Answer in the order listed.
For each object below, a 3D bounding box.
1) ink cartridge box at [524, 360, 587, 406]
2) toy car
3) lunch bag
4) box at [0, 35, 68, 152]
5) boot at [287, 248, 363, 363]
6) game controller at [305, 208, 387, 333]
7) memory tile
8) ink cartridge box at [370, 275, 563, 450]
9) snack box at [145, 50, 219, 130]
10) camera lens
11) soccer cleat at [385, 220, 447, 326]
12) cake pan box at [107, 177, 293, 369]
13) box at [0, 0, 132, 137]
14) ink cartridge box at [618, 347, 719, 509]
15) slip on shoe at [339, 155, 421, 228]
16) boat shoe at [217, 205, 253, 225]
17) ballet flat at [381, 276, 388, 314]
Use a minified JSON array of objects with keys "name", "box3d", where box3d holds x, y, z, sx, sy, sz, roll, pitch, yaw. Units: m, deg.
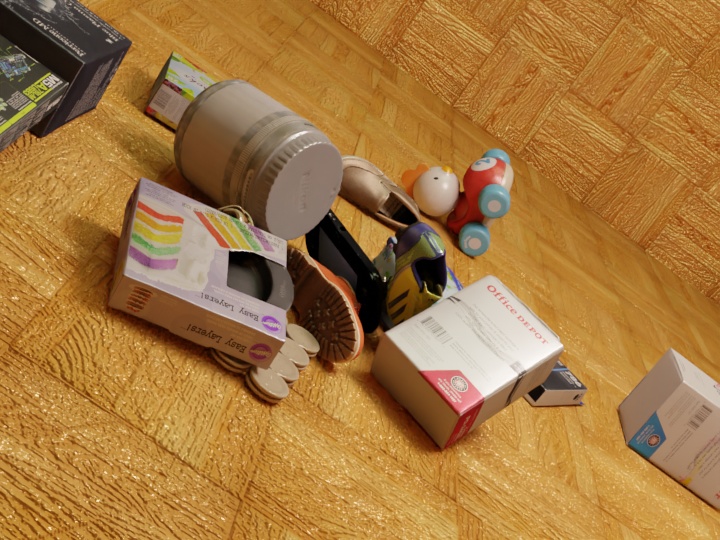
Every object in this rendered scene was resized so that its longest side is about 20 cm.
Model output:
[{"name":"ink cartridge box","box3d":[0.297,0.170,1.825,0.100,0.039,0.199,47,20,28]},{"name":"toy car","box3d":[0.179,-0.159,2.214,0.198,0.178,0.185,22,32,-7]},{"name":"lunch bag","box3d":[0.097,0.046,1.682,0.160,0.083,0.201,32,20,-25]},{"name":"box","box3d":[-0.453,-0.216,1.270,0.192,0.048,0.201,37,32,-8]},{"name":"boot","box3d":[-0.029,0.053,1.446,0.107,0.075,0.201,29,19,-39]},{"name":"game controller","box3d":[-0.025,-0.006,1.557,0.042,0.105,0.201,-11,44,-29]},{"name":"memory tile","box3d":[-0.126,0.073,1.299,0.153,0.017,0.200,38,19,0]},{"name":"ink cartridge box","box3d":[0.136,0.112,1.446,0.199,0.084,0.145,-26,60,-34]},{"name":"snack box","box3d":[-0.229,-0.243,1.779,0.199,0.068,0.169,31,19,-16]},{"name":"camera lens","box3d":[-0.141,-0.151,1.534,0.199,0.161,0.159,35,15,31]},{"name":"soccer cleat","box3d":[0.076,0.027,1.485,0.064,0.202,0.084,-22,50,-22]},{"name":"cake pan box","box3d":[-0.169,0.003,1.248,0.198,0.052,0.185,25,34,-19]},{"name":"box","box3d":[-0.423,-0.290,1.454,0.196,0.118,0.200,36,19,-6]},{"name":"ink cartridge box","box3d":[0.561,0.264,1.916,0.199,0.148,0.145,36,18,-6]},{"name":"slip on shoe","box3d":[0.027,-0.131,1.986,0.199,0.076,0.061,36,10,-30]},{"name":"boat shoe","box3d":[-0.161,-0.039,1.406,0.076,0.074,0.199,47,20,27]},{"name":"ballet flat","box3d":[0.000,0.000,1.621,0.067,0.047,0.200,17,16,-39]}]
